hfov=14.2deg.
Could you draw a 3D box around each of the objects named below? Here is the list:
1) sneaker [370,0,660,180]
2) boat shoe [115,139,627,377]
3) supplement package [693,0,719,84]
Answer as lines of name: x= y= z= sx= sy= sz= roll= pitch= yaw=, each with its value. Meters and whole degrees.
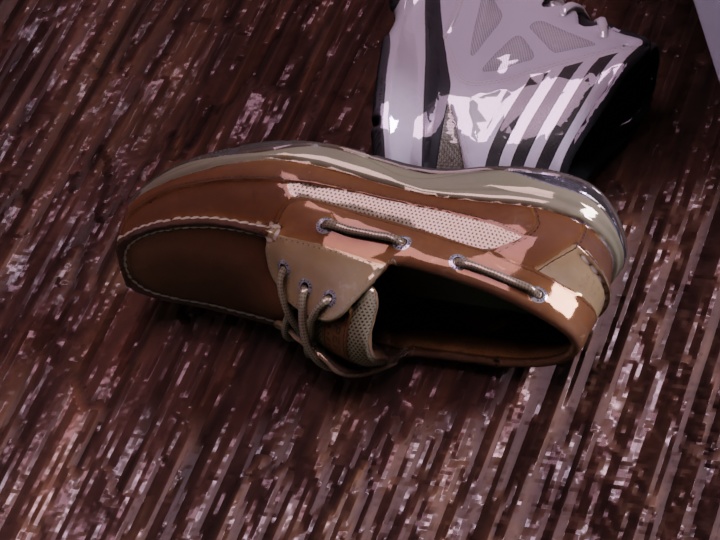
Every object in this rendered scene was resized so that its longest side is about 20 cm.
sneaker: x=0.069 y=-0.103 z=1.216 sx=0.115 sy=0.076 sz=0.201 roll=3 pitch=53 yaw=4
boat shoe: x=0.000 y=0.000 z=1.113 sx=0.200 sy=0.076 sz=0.074 roll=1 pitch=48 yaw=16
supplement package: x=0.196 y=-0.190 z=1.167 sx=0.151 sy=0.151 sz=0.200 roll=-14 pitch=32 yaw=13
